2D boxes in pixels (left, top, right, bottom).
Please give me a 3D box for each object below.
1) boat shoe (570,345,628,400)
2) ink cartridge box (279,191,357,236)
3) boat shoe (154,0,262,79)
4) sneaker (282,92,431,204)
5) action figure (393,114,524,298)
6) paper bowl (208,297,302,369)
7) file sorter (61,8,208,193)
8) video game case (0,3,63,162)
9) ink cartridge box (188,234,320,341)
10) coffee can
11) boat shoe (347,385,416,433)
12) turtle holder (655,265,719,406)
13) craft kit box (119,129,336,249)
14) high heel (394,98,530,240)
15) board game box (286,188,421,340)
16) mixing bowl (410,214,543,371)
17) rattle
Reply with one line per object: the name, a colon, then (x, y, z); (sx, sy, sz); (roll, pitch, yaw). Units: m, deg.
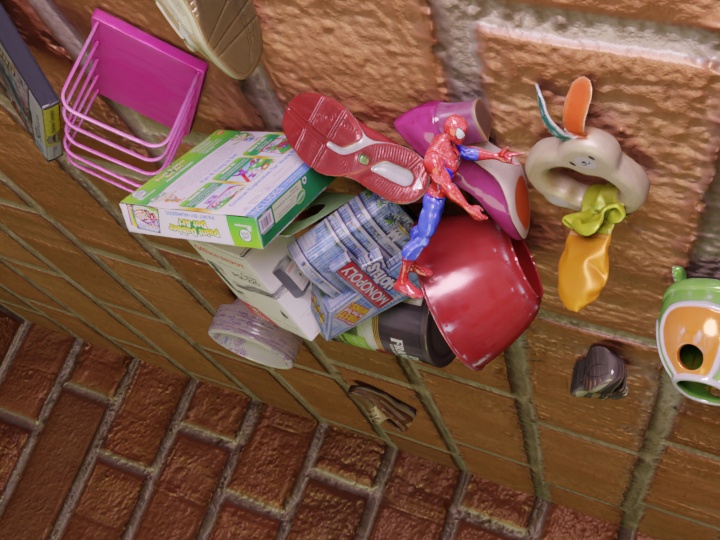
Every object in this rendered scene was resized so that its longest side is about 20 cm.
boat shoe: (0.389, 0.165, 1.400); (0.072, 0.075, 0.200); (11, 170, 1)
ink cartridge box: (-0.126, -0.098, 1.130); (0.198, 0.145, 0.048); (7, 118, 36)
boat shoe: (-0.164, -0.262, 0.831); (0.063, 0.074, 0.201); (15, 159, 40)
sneaker: (0.008, -0.126, 1.002); (0.199, 0.079, 0.115); (38, -170, 23)
action figure: (0.098, -0.060, 0.890); (0.098, 0.065, 0.202); (15, 128, 8)
paper bowl: (-0.219, 0.127, 1.912); (0.199, 0.105, 0.201); (20, 161, 7)
file sorter: (-0.282, -0.188, 1.077); (0.138, 0.127, 0.200); (24, 161, -10)
video game case: (-0.420, -0.247, 1.065); (0.201, 0.025, 0.181); (58, 159, 1)
ink cartridge box: (-0.136, -0.005, 1.250); (0.145, 0.085, 0.201); (20, 153, 42)
coffee can: (0.048, 0.053, 1.338); (0.198, 0.148, 0.146); (11, 159, 32)
boat shoe: (0.054, 0.360, 2.293); (0.199, 0.075, 0.076); (28, 160, -18)
turtle holder: (0.416, 0.089, 1.041); (0.139, 0.133, 0.186); (13, 160, 22)
craft kit box: (-0.144, -0.102, 1.042); (0.196, 0.200, 0.049); (10, 128, 28)
high heel: (0.116, -0.104, 0.949); (0.095, 0.068, 0.201); (-3, 136, 32)
board game box: (0.000, 0.000, 1.159); (0.200, 0.199, 0.062); (39, -163, -55)
mixing bowl: (0.154, 0.008, 1.082); (0.108, 0.202, 0.200); (-25, 140, 20)
rattle: (0.196, -0.071, 0.851); (0.130, 0.143, 0.200); (34, 174, 24)
